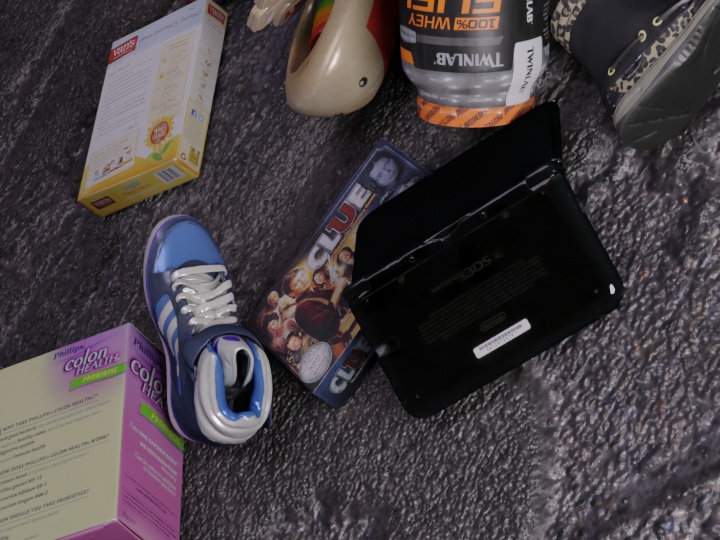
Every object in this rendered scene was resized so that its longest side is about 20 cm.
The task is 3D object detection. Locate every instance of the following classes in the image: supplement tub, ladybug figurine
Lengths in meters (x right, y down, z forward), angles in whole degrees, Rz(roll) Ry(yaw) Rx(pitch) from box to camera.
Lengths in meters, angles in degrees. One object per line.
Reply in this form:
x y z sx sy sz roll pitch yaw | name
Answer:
0.090 -0.223 1.672 0.122 0.122 0.202 22 120 52 | supplement tub
-0.011 -0.210 1.860 0.136 0.071 0.201 -50 21 42 | ladybug figurine

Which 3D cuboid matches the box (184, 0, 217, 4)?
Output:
-0.119 -0.390 2.103 0.175 0.096 0.202 -17 52 40 | box

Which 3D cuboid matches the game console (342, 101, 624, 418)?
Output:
0.097 -0.009 1.620 0.199 0.116 0.177 -32 82 21 | game console

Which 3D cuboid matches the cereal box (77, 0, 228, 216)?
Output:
-0.206 -0.164 2.086 0.143 0.039 0.202 -19 50 38 | cereal box

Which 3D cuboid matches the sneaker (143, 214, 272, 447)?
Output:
-0.118 0.045 1.736 0.146 0.080 0.202 -15 80 64 | sneaker

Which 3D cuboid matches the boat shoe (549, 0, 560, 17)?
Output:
0.221 -0.276 1.687 0.200 0.072 0.069 -35 43 40 | boat shoe

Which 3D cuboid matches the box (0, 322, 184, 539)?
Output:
-0.250 0.175 1.808 0.175 0.097 0.201 -20 49 22 | box

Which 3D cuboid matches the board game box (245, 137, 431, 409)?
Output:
0.000 0.000 1.740 0.201 0.035 0.135 -54 37 2 | board game box

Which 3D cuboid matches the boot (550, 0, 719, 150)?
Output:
0.240 -0.209 1.596 0.204 0.073 0.154 -48 42 15 | boot

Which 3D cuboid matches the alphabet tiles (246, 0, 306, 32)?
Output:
-0.026 -0.296 1.890 0.200 0.015 0.196 -45 -5 -19 | alphabet tiles
